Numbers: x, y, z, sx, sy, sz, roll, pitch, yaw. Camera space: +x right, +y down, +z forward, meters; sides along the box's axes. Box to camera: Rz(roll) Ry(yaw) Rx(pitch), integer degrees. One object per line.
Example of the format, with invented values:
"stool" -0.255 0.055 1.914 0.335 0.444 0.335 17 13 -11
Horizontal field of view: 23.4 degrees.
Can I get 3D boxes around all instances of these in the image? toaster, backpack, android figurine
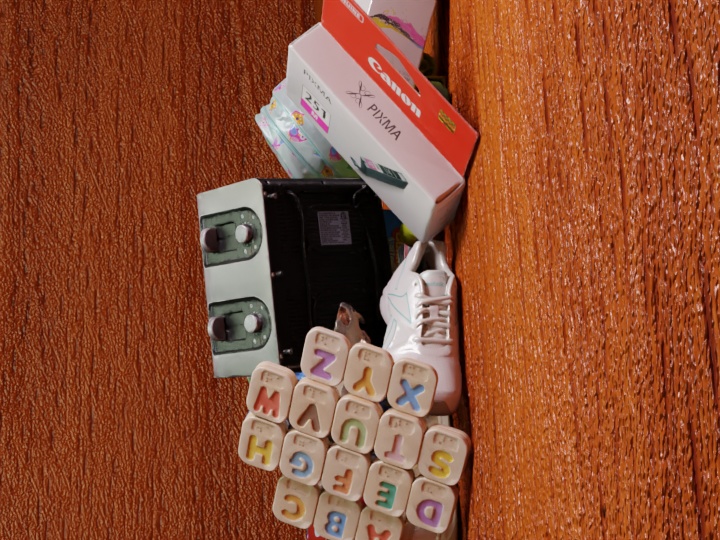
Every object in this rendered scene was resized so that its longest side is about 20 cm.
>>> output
"toaster" -0.056 0.004 1.642 0.118 0.199 0.183 -7 88 42
"backpack" -0.031 -0.144 1.831 0.127 0.167 0.200 -46 -6 1
"android figurine" 0.058 -0.116 1.700 0.200 0.041 0.184 129 141 -81

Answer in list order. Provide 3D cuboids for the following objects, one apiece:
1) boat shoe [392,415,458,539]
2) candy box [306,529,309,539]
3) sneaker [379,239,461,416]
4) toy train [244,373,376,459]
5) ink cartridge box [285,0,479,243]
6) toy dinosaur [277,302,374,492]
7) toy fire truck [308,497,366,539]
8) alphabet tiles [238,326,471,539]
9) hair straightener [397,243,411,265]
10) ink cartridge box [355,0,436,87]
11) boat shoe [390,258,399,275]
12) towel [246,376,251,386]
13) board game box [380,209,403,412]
"boat shoe" 0.048 0.179 1.585 0.201 0.068 0.074 -94 6 -47
"candy box" -0.004 0.321 1.927 0.200 0.071 0.169 -106 -3 -77
"sneaker" 0.055 0.047 1.532 0.201 0.070 0.081 -99 23 -52
"toy train" -0.029 0.175 1.851 0.087 0.199 0.114 -61 5 7
"ink cartridge box" 0.014 -0.137 1.517 0.200 0.043 0.174 48 163 13
"toy dinosaur" -0.014 0.142 1.580 0.136 0.085 0.201 -73 3 -52
"toy fire truck" 0.029 0.265 1.698 0.201 0.111 0.169 -95 25 -44
"alphabet tiles" -0.008 0.151 1.485 0.015 0.198 0.197 -50 -24 -61
"hair straightener" 0.047 0.014 1.804 0.077 0.040 0.202 98 169 -59
"ink cartridge box" 0.013 -0.212 1.667 0.116 0.067 0.202 173 112 -72
"boat shoe" 0.000 0.000 1.756 0.200 0.063 0.071 46 -176 42
"towel" -0.078 0.066 1.984 0.023 0.152 0.202 11 121 55
"board game box" 0.030 0.054 1.942 0.200 0.055 0.198 106 164 -74
